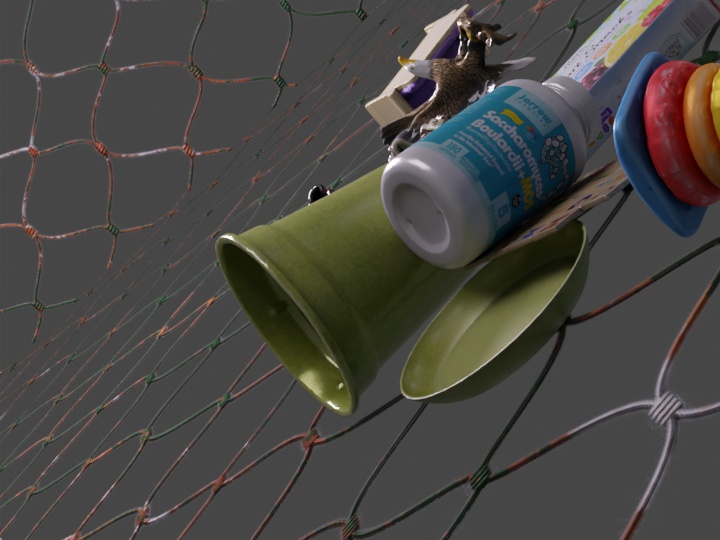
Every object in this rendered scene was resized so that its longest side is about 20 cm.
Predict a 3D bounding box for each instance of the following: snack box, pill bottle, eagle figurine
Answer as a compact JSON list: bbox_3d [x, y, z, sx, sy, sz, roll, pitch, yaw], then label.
[{"bbox_3d":[0.244,-0.193,1.497,0.200,0.053,0.142,-46,12,-6],"label":"snack box"},{"bbox_3d":[0.121,-0.095,1.337,0.200,0.111,0.111,-37,8,-29],"label":"pill bottle"},{"bbox_3d":[0.108,-0.217,1.889,0.152,0.151,0.201,1,-68,-51],"label":"eagle figurine"}]

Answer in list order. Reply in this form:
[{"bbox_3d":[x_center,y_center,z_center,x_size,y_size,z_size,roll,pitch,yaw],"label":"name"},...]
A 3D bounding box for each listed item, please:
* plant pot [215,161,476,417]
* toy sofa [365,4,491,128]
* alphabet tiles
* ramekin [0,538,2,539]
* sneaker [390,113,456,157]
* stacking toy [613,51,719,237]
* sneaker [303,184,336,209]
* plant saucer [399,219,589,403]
[{"bbox_3d":[0.000,0.000,1.411,0.184,0.201,0.200,-37,11,-16],"label":"plant pot"},{"bbox_3d":[0.103,-0.262,2.060,0.097,0.083,0.200,-22,26,48],"label":"toy sofa"},{"bbox_3d":[0.177,-0.058,1.303,0.166,0.006,0.200,-36,5,-33],"label":"alphabet tiles"},{"bbox_3d":[-0.537,0.397,1.953,0.200,0.105,0.200,-41,13,12],"label":"ramekin"},{"bbox_3d":[0.104,-0.140,1.708,0.200,0.076,0.071,-28,21,51],"label":"sneaker"},{"bbox_3d":[0.286,-0.110,1.064,0.200,0.116,0.110,-15,33,43],"label":"stacking toy"},{"bbox_3d":[-0.011,-0.061,1.728,0.076,0.116,0.200,-42,14,12],"label":"sneaker"},{"bbox_3d":[0.115,0.039,1.240,0.200,0.031,0.200,-43,13,12],"label":"plant saucer"}]
